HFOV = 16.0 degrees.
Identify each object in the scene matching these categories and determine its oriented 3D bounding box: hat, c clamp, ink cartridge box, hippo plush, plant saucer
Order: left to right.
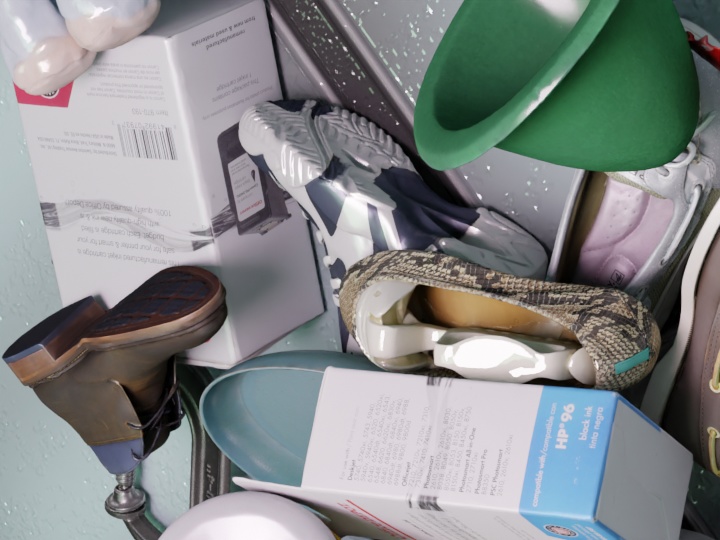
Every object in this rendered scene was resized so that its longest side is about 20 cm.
[{"bbox_3d":[-0.193,-0.205,1.376,0.159,0.161,0.200,14,88,39],"label":"hippo plush"},{"bbox_3d":[-0.133,0.103,1.634,0.171,0.027,0.200,23,123,42],"label":"c clamp"},{"bbox_3d":[-0.115,-0.055,1.495,0.145,0.083,0.200,7,116,41],"label":"ink cartridge box"},{"bbox_3d":[0.008,0.097,1.435,0.200,0.027,0.200,16,153,8],"label":"plant saucer"},{"bbox_3d":[0.051,0.099,1.283,0.200,0.116,0.068,4,72,28],"label":"ink cartridge box"},{"bbox_3d":[0.145,-0.071,1.214,0.176,0.200,0.166,34,101,-19],"label":"hat"}]

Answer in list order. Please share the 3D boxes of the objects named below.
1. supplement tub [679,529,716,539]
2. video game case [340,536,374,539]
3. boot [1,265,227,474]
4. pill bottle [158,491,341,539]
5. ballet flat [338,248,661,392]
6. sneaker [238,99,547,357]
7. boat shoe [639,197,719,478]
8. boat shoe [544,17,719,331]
[{"bbox_3d":[0.140,0.225,1.293,0.145,0.200,0.145,6,110,16],"label":"supplement tub"},{"bbox_3d":[0.051,0.250,1.423,0.200,0.023,0.182,70,164,-8],"label":"video game case"},{"bbox_3d":[-0.117,0.059,1.458,0.200,0.075,0.097,-14,114,53],"label":"boot"},{"bbox_3d":[-0.040,0.188,1.343,0.109,0.109,0.200,41,174,20],"label":"pill bottle"},{"bbox_3d":[0.052,0.030,1.291,0.200,0.075,0.068,8,114,36],"label":"ballet flat"},{"bbox_3d":[0.000,0.000,1.418,0.199,0.079,0.130,31,121,16],"label":"sneaker"},{"bbox_3d":[0.191,0.023,1.259,0.060,0.072,0.200,37,137,25],"label":"boat shoe"},{"bbox_3d":[0.136,-0.032,1.286,0.074,0.065,0.202,37,131,23],"label":"boat shoe"}]
